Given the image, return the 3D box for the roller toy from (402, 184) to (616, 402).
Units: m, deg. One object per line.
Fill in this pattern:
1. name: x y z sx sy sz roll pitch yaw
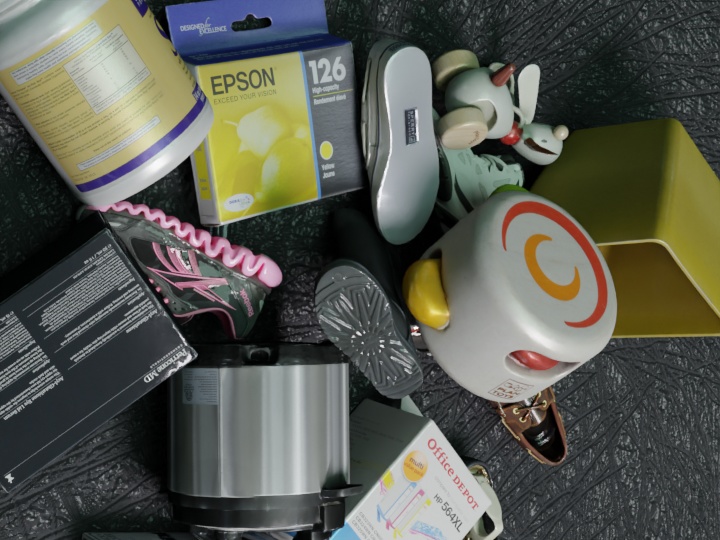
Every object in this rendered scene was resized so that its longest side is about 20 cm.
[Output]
1. roller toy: 0.146 0.030 1.281 0.183 0.140 0.200 50 42 0

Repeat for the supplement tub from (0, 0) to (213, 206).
1. supplement tub: -0.232 -0.173 1.095 0.145 0.145 0.201 -43 117 -22

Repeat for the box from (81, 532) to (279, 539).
1. box: -0.171 0.311 1.237 0.198 0.060 0.118 6 92 -34

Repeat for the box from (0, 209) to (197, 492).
1. box: -0.262 0.067 1.108 0.199 0.079 0.142 -35 111 -6

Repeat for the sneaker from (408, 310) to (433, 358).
1. sneaker: 0.103 0.080 1.390 0.198 0.077 0.083 -1 103 -32

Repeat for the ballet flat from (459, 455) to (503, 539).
1. ballet flat: 0.128 0.296 1.388 0.072 0.073 0.203 5 69 -34

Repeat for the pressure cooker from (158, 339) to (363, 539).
1. pressure cooker: -0.096 0.165 1.197 0.176 0.176 0.203 0 86 -17

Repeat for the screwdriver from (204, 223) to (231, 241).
1. screwdriver: -0.130 -0.110 1.236 0.028 0.029 0.203 1 99 -33

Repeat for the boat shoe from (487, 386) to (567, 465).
1. boat shoe: 0.180 0.141 1.409 0.070 0.071 0.200 -36 135 0

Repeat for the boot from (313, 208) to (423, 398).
1. boot: 0.000 0.001 1.241 0.065 0.201 0.166 -20 126 11

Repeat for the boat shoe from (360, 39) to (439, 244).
1. boat shoe: 0.031 -0.129 1.289 0.071 0.066 0.203 -15 116 -22

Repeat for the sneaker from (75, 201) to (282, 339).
1. sneaker: -0.172 0.002 1.181 0.198 0.079 0.096 24 85 -17

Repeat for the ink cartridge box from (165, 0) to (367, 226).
1. ink cartridge box: -0.083 -0.161 1.241 0.196 0.047 0.203 -17 106 -41

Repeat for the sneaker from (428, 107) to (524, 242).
1. sneaker: 0.107 -0.113 1.382 0.115 0.075 0.202 -45 125 -31

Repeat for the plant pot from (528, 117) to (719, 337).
1. plant pot: 0.297 -0.052 1.429 0.200 0.198 0.178 41 57 -41

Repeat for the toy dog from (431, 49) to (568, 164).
1. toy dog: 0.157 -0.170 1.334 0.199 0.096 0.133 -12 79 -53

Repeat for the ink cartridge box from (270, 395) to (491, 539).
1. ink cartridge box: 0.023 0.234 1.319 0.200 0.125 0.129 -46 117 -20
